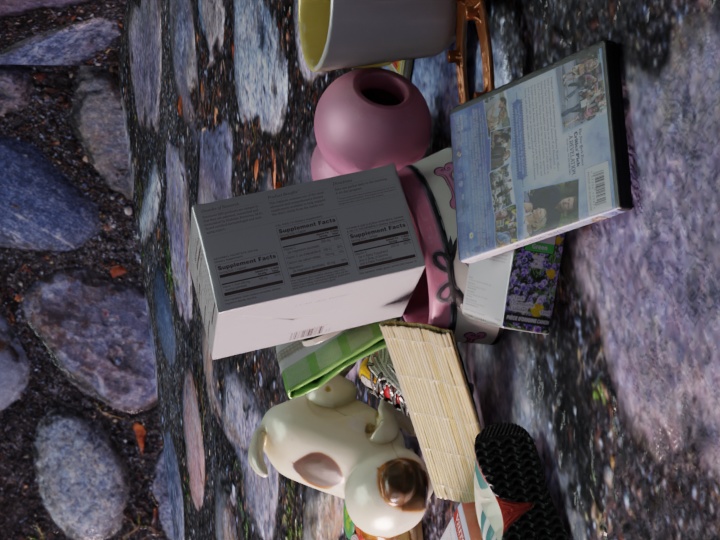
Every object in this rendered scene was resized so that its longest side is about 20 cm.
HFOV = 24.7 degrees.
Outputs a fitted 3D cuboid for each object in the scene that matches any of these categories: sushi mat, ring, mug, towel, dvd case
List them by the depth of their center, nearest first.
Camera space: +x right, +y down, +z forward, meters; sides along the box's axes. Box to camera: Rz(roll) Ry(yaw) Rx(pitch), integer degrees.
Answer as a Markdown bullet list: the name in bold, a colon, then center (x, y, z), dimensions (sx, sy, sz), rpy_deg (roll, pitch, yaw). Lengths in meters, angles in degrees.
- **dvd case**: center (0.147, -0.096, 1.385), dimensions (0.200, 0.018, 0.143), rpy_deg (-20, 69, 51)
- **ring**: center (0.105, -0.188, 1.594), dimensions (0.200, 0.019, 0.201), rpy_deg (176, 90, -85)
- **sushi mat**: center (0.079, 0.141, 1.600), dimensions (0.096, 0.012, 0.200), rpy_deg (5, 119, 50)
- **mug**: center (0.020, -0.282, 1.712), dimensions (0.187, 0.153, 0.150), rpy_deg (-148, 57, -72)
- **towel**: center (-0.028, 0.050, 1.803), dimensions (0.031, 0.149, 0.200), rpy_deg (52, -168, -31)

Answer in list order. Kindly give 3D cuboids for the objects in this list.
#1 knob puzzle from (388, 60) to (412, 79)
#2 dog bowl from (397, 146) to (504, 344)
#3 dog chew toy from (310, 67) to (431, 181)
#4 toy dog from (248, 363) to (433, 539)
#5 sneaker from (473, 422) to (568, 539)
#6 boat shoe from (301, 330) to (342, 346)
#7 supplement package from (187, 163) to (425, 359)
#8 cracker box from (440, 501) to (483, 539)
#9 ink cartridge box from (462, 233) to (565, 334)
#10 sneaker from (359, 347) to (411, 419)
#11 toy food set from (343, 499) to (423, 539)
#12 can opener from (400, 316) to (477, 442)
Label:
- **knob puzzle**: center (0.028, -0.337, 1.906), dimensions (0.220, 0.030, 0.220), rpy_deg (179, 90, -75)
- **dog bowl**: center (0.077, -0.018, 1.613), dimensions (0.200, 0.074, 0.201), rpy_deg (169, 90, -78)
- **dog chew toy**: center (0.002, -0.118, 1.755), dimensions (0.200, 0.124, 0.125), rpy_deg (107, 156, -44)
- **toy dog**: center (-0.004, 0.205, 1.811), dimensions (0.200, 0.194, 0.140), rpy_deg (40, 123, 26)
- **sneaker**: center (0.146, 0.243, 1.489), dimensions (0.093, 0.070, 0.200), rpy_deg (83, 176, -61)
- **boat shoe**: center (0.000, 0.000, 1.735), dimensions (0.063, 0.200, 0.073), rpy_deg (54, 160, -15)
- **supplement package**: center (-0.057, -0.007, 1.583), dimensions (0.156, 0.200, 0.111), rpy_deg (111, 145, -69)
- **cracker box**: center (0.112, 0.328, 1.606), dimensions (0.200, 0.058, 0.134), rpy_deg (109, 154, -53)
- **ink cartridge box**: center (0.144, -0.050, 1.466), dimensions (0.109, 0.050, 0.200), rpy_deg (-161, 80, -74)
- **sneaker**: center (0.043, 0.125, 1.770), dimensions (0.078, 0.082, 0.200), rpy_deg (95, 156, -47)
- **toy food set**: center (0.027, 0.323, 1.926), dimensions (0.198, 0.049, 0.200), rpy_deg (111, 152, -54)
- **can opener**: center (0.084, 0.096, 1.681), dimensions (0.079, 0.063, 0.200), rpy_deg (-47, 46, 39)
